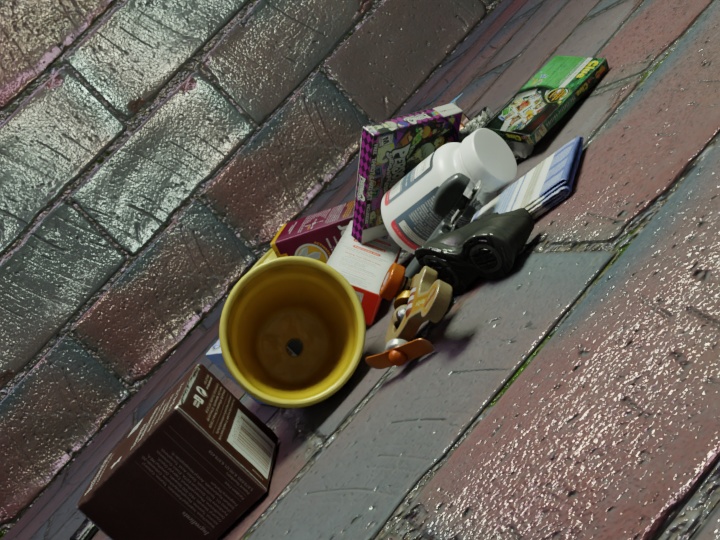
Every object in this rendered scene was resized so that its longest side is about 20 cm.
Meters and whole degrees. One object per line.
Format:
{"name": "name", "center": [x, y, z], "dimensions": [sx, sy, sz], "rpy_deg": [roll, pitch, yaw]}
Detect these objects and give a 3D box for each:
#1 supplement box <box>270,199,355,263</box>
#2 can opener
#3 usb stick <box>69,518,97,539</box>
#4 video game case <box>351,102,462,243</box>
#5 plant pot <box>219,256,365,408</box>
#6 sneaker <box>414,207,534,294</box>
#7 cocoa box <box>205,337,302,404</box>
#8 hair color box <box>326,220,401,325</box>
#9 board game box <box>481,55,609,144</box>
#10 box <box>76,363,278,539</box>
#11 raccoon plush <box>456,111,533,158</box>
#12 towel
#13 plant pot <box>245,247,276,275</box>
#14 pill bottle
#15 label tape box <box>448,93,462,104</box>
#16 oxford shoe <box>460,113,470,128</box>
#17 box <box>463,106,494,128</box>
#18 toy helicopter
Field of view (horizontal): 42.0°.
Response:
{"name": "supplement box", "center": [-0.048, -0.048, 1.711], "dimensions": [0.198, 0.111, 0.086], "rpy_deg": [-17, 22, 22]}
{"name": "can opener", "center": [0.110, -0.053, 1.317], "dimensions": [0.201, 0.066, 0.053], "rpy_deg": [-59, 0, 32]}
{"name": "usb stick", "center": [-0.533, 0.495, 1.969], "dimensions": [0.055, 0.033, 0.201], "rpy_deg": [-20, 27, 52]}
{"name": "video game case", "center": [0.073, -0.155, 1.501], "dimensions": [0.180, 0.036, 0.202], "rpy_deg": [-20, -46, -32]}
{"name": "plant pot", "center": [-0.095, 0.098, 1.339], "dimensions": [0.201, 0.200, 0.189], "rpy_deg": [-47, -6, -11]}
{"name": "sneaker", "center": [0.145, -0.028, 1.175], "dimensions": [0.091, 0.076, 0.199], "rpy_deg": [-43, 16, -28]}
{"name": "cocoa box", "center": [-0.153, 0.132, 1.543], "dimensions": [0.132, 0.133, 0.200], "rpy_deg": [-49, 10, -17]}
{"name": "hair color box", "center": [0.000, 0.000, 1.499], "dimensions": [0.200, 0.100, 0.062], "rpy_deg": [-62, -10, -59]}
{"name": "board game box", "center": [0.288, -0.269, 1.463], "dimensions": [0.200, 0.024, 0.104], "rpy_deg": [-44, 35, -21]}
{"name": "box", "center": [-0.239, 0.270, 1.266], "dimensions": [0.200, 0.164, 0.166], "rpy_deg": [-44, 10, 9]}
{"name": "raccoon plush", "center": [0.233, -0.206, 1.549], "dimensions": [0.198, 0.098, 0.134], "rpy_deg": [13, 37, 42]}
{"name": "towel", "center": [0.210, -0.088, 1.242], "dimensions": [0.200, 0.024, 0.147], "rpy_deg": [-38, 13, 35]}
{"name": "plant pot", "center": [-0.158, 0.034, 1.921], "dimensions": [0.200, 0.142, 0.200], "rpy_deg": [-44, 10, 10]}
{"name": "pill bottle", "center": [0.133, -0.118, 1.398], "dimensions": [0.199, 0.120, 0.120], "rpy_deg": [-36, 14, 42]}
{"name": "label tape box", "center": [0.166, -0.296, 2.123], "dimensions": [0.143, 0.066, 0.200], "rpy_deg": [-33, 14, 50]}
{"name": "oxford shoe", "center": [0.201, -0.300, 1.980], "dimensions": [0.071, 0.071, 0.200], "rpy_deg": [-48, 11, 14]}
{"name": "box", "center": [0.173, -0.201, 1.771], "dimensions": [0.200, 0.050, 0.199], "rpy_deg": [-41, 10, 28]}
{"name": "toy helicopter", "center": [0.064, 0.055, 1.116], "dimensions": [0.134, 0.078, 0.200], "rpy_deg": [-66, 7, -13]}
